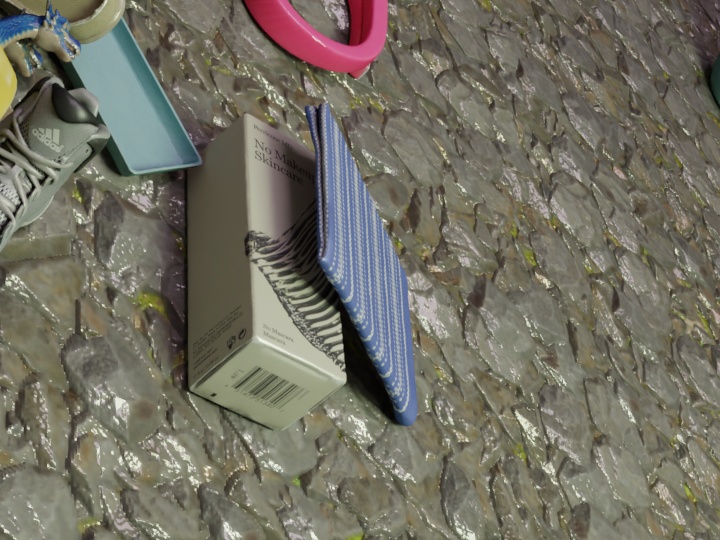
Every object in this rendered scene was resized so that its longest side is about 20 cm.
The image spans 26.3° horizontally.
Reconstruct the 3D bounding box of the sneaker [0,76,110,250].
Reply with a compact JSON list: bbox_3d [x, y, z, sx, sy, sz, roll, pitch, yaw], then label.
[{"bbox_3d":[-0.200,-0.052,0.842,0.075,0.115,0.201,44,32,-12],"label":"sneaker"}]

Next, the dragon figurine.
[{"bbox_3d":[-0.262,-0.164,0.928,0.199,0.059,0.100,35,35,-28],"label":"dragon figurine"}]

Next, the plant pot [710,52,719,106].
[{"bbox_3d":[0.554,-0.251,1.997,0.200,0.161,0.202,34,35,-28],"label":"plant pot"}]

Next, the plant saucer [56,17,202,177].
[{"bbox_3d":[-0.180,-0.149,1.055,0.070,0.019,0.201,-13,68,-51],"label":"plant saucer"}]

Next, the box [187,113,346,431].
[{"bbox_3d":[-0.065,-0.002,1.015,0.082,0.068,0.201,28,39,-34],"label":"box"}]

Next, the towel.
[{"bbox_3d":[0.000,0.000,1.062,0.201,0.024,0.146,64,17,-48],"label":"towel"}]

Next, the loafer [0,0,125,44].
[{"bbox_3d":[-0.238,-0.224,0.993,0.200,0.076,0.068,41,0,-2],"label":"loafer"}]

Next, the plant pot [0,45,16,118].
[{"bbox_3d":[-0.277,-0.130,0.763,0.189,0.199,0.202,53,28,-27],"label":"plant pot"}]

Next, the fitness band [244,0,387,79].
[{"bbox_3d":[-0.039,-0.244,1.326,0.143,0.037,0.201,36,34,-25],"label":"fitness band"}]
